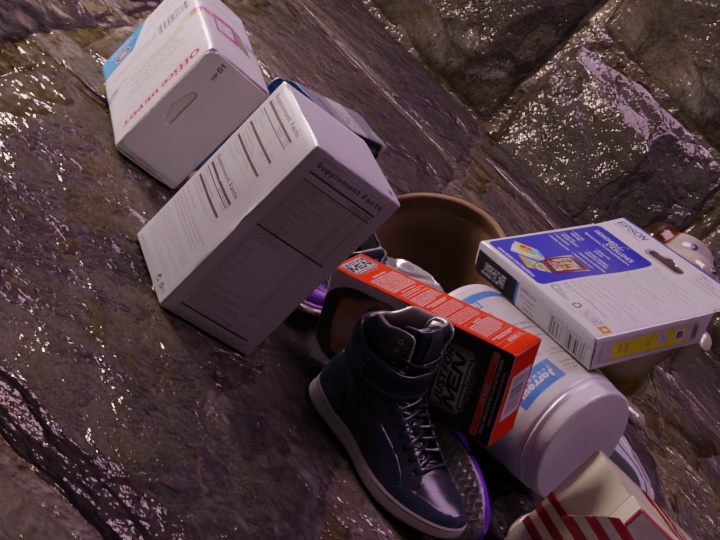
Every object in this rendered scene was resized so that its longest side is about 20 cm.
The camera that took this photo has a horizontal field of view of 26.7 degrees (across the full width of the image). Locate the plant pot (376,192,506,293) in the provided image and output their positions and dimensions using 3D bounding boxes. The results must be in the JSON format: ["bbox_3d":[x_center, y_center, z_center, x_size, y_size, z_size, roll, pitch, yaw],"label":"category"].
[{"bbox_3d":[0.072,0.014,1.739,0.093,0.201,0.201,87,-23,-49],"label":"plant pot"}]

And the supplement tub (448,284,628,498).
[{"bbox_3d":[0.152,0.116,1.505,0.200,0.132,0.132,39,8,36],"label":"supplement tub"}]

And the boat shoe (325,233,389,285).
[{"bbox_3d":[0.000,0.000,1.557,0.072,0.068,0.200,-10,72,-31],"label":"boat shoe"}]

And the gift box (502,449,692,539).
[{"bbox_3d":[0.212,0.287,1.336,0.200,0.185,0.187,39,7,-12],"label":"gift box"}]

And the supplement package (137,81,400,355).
[{"bbox_3d":[-0.083,-0.045,1.341,0.114,0.200,0.110,35,18,-38],"label":"supplement package"}]

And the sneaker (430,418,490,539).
[{"bbox_3d":[0.085,0.185,1.453,0.099,0.070,0.200,34,19,-45],"label":"sneaker"}]

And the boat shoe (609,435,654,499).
[{"bbox_3d":[0.247,0.175,1.607,0.202,0.075,0.086,53,15,31],"label":"boat shoe"}]

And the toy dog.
[{"bbox_3d":[0.310,0.048,1.658,0.140,0.200,0.194,45,-1,-14],"label":"toy dog"}]

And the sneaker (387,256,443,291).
[{"bbox_3d":[-0.010,0.014,1.635,0.200,0.099,0.078,29,-30,25],"label":"sneaker"}]

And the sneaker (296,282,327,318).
[{"bbox_3d":[-0.083,-0.035,1.548,0.200,0.083,0.081,54,17,23],"label":"sneaker"}]

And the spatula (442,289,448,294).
[{"bbox_3d":[0.024,-0.019,1.692,0.200,0.021,0.056,38,35,24],"label":"spatula"}]

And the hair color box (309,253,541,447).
[{"bbox_3d":[0.058,0.072,1.418,0.200,0.102,0.061,25,25,23],"label":"hair color box"}]

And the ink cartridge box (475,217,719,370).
[{"bbox_3d":[0.252,0.018,1.546,0.200,0.047,0.198,-8,32,-31],"label":"ink cartridge box"}]

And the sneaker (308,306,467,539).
[{"bbox_3d":[0.050,0.126,1.343,0.077,0.146,0.202,-9,53,-51],"label":"sneaker"}]

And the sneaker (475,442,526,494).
[{"bbox_3d":[0.170,0.205,1.619,0.200,0.077,0.111,36,17,-35],"label":"sneaker"}]

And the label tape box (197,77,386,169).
[{"bbox_3d":[-0.077,-0.127,1.688,0.066,0.143,0.200,51,15,21],"label":"label tape box"}]

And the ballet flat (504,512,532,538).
[{"bbox_3d":[0.183,0.277,1.513,0.200,0.069,0.069,36,17,-48],"label":"ballet flat"}]

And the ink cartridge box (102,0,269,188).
[{"bbox_3d":[-0.185,-0.197,1.575,0.085,0.145,0.200,39,16,-29],"label":"ink cartridge box"}]
